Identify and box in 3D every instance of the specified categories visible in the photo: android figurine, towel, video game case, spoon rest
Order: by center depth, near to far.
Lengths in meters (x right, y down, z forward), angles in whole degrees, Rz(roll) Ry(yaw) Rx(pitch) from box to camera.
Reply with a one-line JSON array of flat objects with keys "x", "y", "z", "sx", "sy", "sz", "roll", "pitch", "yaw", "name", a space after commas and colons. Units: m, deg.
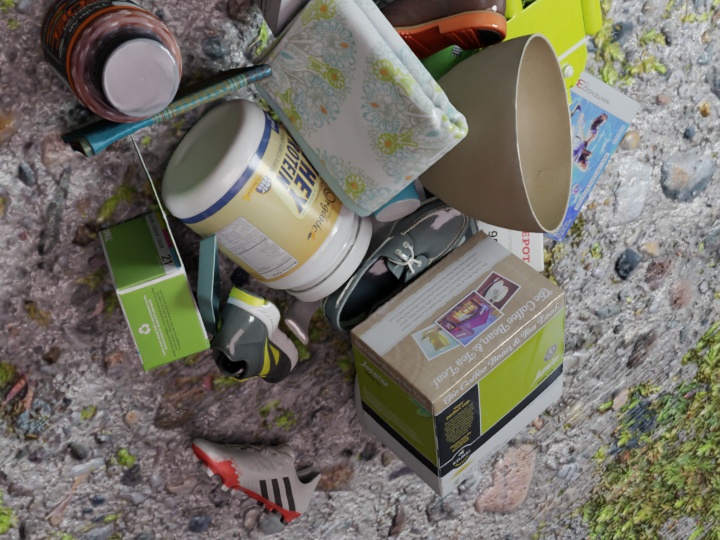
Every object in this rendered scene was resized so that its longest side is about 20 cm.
[{"x": -0.008, "y": -0.169, "z": 1.251, "sx": 0.200, "sy": 0.171, "sz": 0.048, "roll": 51, "pitch": 49, "yaw": -1, "name": "towel"}, {"x": -0.195, "y": -0.161, "z": 1.260, "sx": 0.199, "sy": 0.147, "sz": 0.022, "roll": -25, "pitch": 105, "yaw": -15, "name": "towel"}, {"x": 0.197, "y": -0.251, "z": 1.399, "sx": 0.182, "sy": 0.041, "sz": 0.201, "roll": -36, "pitch": 134, "yaw": -21, "name": "android figurine"}, {"x": 0.000, "y": 0.000, "z": 1.418, "sx": 0.200, "sy": 0.061, "sz": 0.100, "roll": -36, "pitch": 113, "yaw": 5, "name": "spoon rest"}, {"x": 0.221, "y": -0.154, "z": 1.533, "sx": 0.181, "sy": 0.045, "sz": 0.201, "roll": 22, "pitch": 103, "yaw": -32, "name": "video game case"}]

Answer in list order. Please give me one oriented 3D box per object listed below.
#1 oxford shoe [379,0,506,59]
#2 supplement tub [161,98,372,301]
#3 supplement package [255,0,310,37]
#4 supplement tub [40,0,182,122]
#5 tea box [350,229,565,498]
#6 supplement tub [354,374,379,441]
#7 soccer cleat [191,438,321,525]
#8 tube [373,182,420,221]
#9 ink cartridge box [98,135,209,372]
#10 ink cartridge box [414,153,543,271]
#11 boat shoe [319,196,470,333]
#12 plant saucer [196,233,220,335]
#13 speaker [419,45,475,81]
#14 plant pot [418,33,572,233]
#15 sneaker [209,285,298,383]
[{"x": 0.064, "y": -0.270, "z": 1.341, "sx": 0.071, "sy": 0.199, "sz": 0.073, "roll": 26, "pitch": 66, "yaw": -61, "name": "oxford shoe"}, {"x": -0.097, "y": -0.070, "z": 1.345, "sx": 0.200, "sy": 0.144, "sz": 0.145, "roll": 39, "pitch": 93, "yaw": -31, "name": "supplement tub"}, {"x": -0.015, "y": -0.341, "z": 1.238, "sx": 0.199, "sy": 0.156, "sz": 0.111, "roll": -25, "pitch": 80, "yaw": -14, "name": "supplement package"}, {"x": -0.230, "y": -0.201, "z": 1.184, "sx": 0.106, "sy": 0.200, "sz": 0.108, "roll": -9, "pitch": 113, "yaw": -23, "name": "supplement tub"}, {"x": 0.111, "y": 0.103, "z": 1.385, "sx": 0.200, "sy": 0.133, "sz": 0.197, "roll": -36, "pitch": 146, "yaw": -22, "name": "tea box"}, {"x": 0.103, "y": 0.153, "z": 1.575, "sx": 0.199, "sy": 0.123, "sz": 0.123, "roll": 5, "pitch": 111, "yaw": -29, "name": "supplement tub"}, {"x": -0.126, "y": 0.238, "z": 1.540, "sx": 0.200, "sy": 0.069, "sz": 0.085, "roll": 40, "pitch": 83, "yaw": -38, "name": "soccer cleat"}, {"x": 0.008, "y": -0.152, "z": 1.363, "sx": 0.077, "sy": 0.201, "sz": 0.050, "roll": -11, "pitch": 160, "yaw": -25, "name": "tube"}, {"x": -0.229, "y": -0.023, "z": 1.305, "sx": 0.075, "sy": 0.148, "sz": 0.201, "roll": -20, "pitch": 121, "yaw": -8, "name": "ink cartridge box"}, {"x": 0.108, "y": -0.072, "z": 1.448, "sx": 0.198, "sy": 0.084, "sz": 0.145, "roll": -4, "pitch": 118, "yaw": 2, "name": "ink cartridge box"}, {"x": 0.043, "y": -0.003, "z": 1.358, "sx": 0.200, "sy": 0.062, "sz": 0.073, "roll": -38, "pitch": 111, "yaw": 6, "name": "boat shoe"}, {"x": -0.160, "y": 0.019, "z": 1.341, "sx": 0.019, "sy": 0.200, "sz": 0.070, "roll": 3, "pitch": 77, "yaw": -3, "name": "plant saucer"}, {"x": 0.101, "y": -0.252, "z": 1.400, "sx": 0.088, "sy": 0.088, "sz": 0.201, "roll": 10, "pitch": 109, "yaw": -30, "name": "speaker"}, {"x": 0.128, "y": -0.136, "z": 1.302, "sx": 0.200, "sy": 0.134, "sz": 0.202, "roll": -2, "pitch": 90, "yaw": -65, "name": "plant pot"}, {"x": -0.129, "y": 0.088, "z": 1.416, "sx": 0.085, "sy": 0.074, "sz": 0.200, "roll": -56, "pitch": 158, "yaw": -18, "name": "sneaker"}]
